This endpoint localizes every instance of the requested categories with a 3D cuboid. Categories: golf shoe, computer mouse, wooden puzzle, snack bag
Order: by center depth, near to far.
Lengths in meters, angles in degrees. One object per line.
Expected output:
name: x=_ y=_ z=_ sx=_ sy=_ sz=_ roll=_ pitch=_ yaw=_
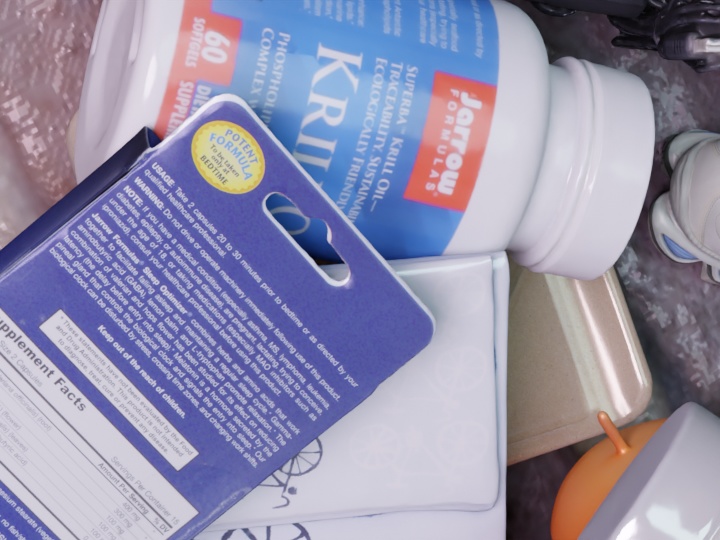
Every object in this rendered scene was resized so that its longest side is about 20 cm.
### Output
snack bag: x=-0.036 y=0.091 z=0.929 sx=0.188 sy=0.021 sz=0.200 roll=-5 pitch=113 yaw=-7
wooden puzzle: x=0.000 y=0.000 z=1.002 sx=0.200 sy=0.037 sz=0.185 roll=-16 pitch=83 yaw=-22
computer mouse: x=0.062 y=-0.131 z=1.016 sx=0.200 sy=0.138 sz=0.053 roll=33 pitch=91 yaw=-13
golf shoe: x=0.226 y=-0.014 z=1.095 sx=0.200 sy=0.097 sz=0.078 roll=10 pitch=81 yaw=-28

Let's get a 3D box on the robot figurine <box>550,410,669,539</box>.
robot figurine: x=0.135 y=0.146 z=1.014 sx=0.117 sy=0.144 sz=0.200 roll=-30 pitch=122 yaw=-58

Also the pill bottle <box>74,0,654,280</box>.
pill bottle: x=0.003 y=-0.057 z=0.935 sx=0.200 sy=0.112 sz=0.112 roll=11 pitch=82 yaw=-16

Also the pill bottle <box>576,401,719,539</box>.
pill bottle: x=0.171 y=0.141 z=0.889 sx=0.200 sy=0.113 sz=0.113 roll=36 pitch=71 yaw=2

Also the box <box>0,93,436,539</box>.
box: x=-0.084 y=0.038 z=0.872 sx=0.200 sy=0.032 sz=0.121 roll=-39 pitch=110 yaw=8
